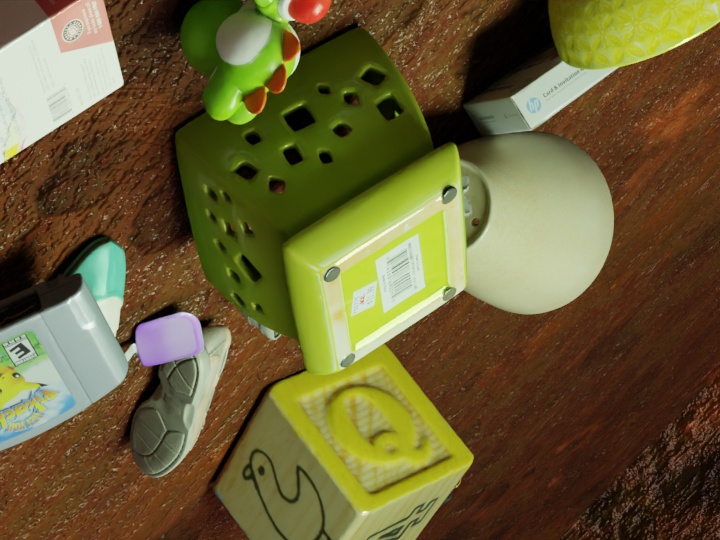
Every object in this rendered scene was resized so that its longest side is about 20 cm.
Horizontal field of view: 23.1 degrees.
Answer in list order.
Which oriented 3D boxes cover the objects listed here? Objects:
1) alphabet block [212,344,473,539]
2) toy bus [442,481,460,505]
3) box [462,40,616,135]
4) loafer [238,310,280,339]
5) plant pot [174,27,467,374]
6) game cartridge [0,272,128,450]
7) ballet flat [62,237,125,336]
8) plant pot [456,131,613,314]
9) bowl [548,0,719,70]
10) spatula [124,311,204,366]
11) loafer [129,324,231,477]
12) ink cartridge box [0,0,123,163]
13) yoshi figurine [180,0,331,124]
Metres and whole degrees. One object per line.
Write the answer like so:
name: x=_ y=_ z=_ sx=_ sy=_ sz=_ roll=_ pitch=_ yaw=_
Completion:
alphabet block: x=-0.022 y=0.236 z=2.058 sx=0.195 sy=0.196 sz=0.201 roll=-22 pitch=152 yaw=-42
toy bus: x=0.009 y=0.303 z=2.349 sx=0.199 sy=0.136 sz=0.192 roll=-30 pitch=170 yaw=-30
box: x=0.206 y=-0.201 z=1.676 sx=0.199 sy=0.041 sz=0.156 roll=-37 pitch=-170 yaw=-9
loafer: x=-0.049 y=-0.018 z=1.671 sx=0.070 sy=0.070 sz=0.201 roll=-12 pitch=145 yaw=-49
plant pot: x=-0.018 y=-0.046 z=1.470 sx=0.198 sy=0.182 sz=0.201 roll=-31 pitch=145 yaw=-18
game cartridge: x=-0.294 y=0.088 z=1.429 sx=0.198 sy=0.041 sz=0.134 roll=-25 pitch=142 yaw=-3
ballet flat: x=-0.246 y=0.062 z=1.507 sx=0.067 sy=0.071 sz=0.200 roll=-5 pitch=139 yaw=-55
plant pot: x=0.127 y=-0.055 z=1.729 sx=0.187 sy=0.188 sz=0.199 roll=-47 pitch=157 yaw=18
bowl: x=0.244 y=-0.278 z=1.558 sx=0.199 sy=0.200 sz=0.108 roll=-35 pitch=116 yaw=-11
spatula: x=-0.237 y=0.092 z=1.637 sx=0.199 sy=0.021 sz=0.057 roll=-26 pitch=134 yaw=-24
loafer: x=-0.176 y=0.132 z=1.773 sx=0.063 sy=0.072 sz=0.201 roll=-29 pitch=155 yaw=-42
ink cartridge box: x=-0.258 y=-0.119 z=1.132 sx=0.199 sy=0.068 sz=0.117 roll=-35 pitch=158 yaw=-16
yoshi figurine: x=-0.072 y=-0.208 z=1.267 sx=0.201 sy=0.112 sz=0.112 roll=-61 pitch=-166 yaw=15
